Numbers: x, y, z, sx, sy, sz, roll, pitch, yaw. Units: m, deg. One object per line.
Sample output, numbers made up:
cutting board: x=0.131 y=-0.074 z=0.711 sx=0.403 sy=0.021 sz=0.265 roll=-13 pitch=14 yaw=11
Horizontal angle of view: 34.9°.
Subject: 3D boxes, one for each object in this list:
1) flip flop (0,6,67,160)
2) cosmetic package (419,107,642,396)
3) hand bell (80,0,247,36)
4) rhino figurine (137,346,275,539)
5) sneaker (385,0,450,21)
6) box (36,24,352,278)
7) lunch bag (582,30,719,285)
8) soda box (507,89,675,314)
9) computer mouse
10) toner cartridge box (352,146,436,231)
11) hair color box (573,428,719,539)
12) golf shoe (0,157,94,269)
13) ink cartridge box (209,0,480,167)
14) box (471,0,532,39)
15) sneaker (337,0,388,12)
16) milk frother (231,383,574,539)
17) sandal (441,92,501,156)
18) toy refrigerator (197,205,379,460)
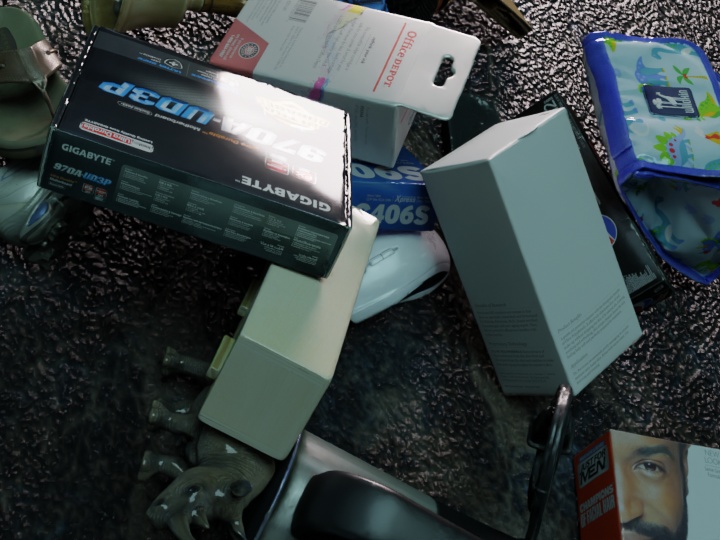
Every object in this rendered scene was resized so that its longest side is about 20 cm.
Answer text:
flip flop: x=-0.251 y=-0.148 z=0.845 sx=0.080 sy=0.058 sz=0.201 roll=-19 pitch=48 yaw=-16
cosmetic package: x=0.140 y=-0.013 z=0.917 sx=0.107 sy=0.084 sz=0.203 roll=-31 pitch=105 yaw=-36
hand bell: x=-0.129 y=-0.230 z=0.985 sx=0.197 sy=0.104 sz=0.106 roll=3 pitch=59 yaw=-35
rhino figurine: x=-0.098 y=0.117 z=0.747 sx=0.086 sy=0.061 sz=0.201 roll=10 pitch=22 yaw=-7
sneaker: x=0.014 y=-0.327 z=1.118 sx=0.200 sy=0.070 sz=0.090 roll=45 pitch=41 yaw=4
box: x=-0.104 y=-0.084 z=0.776 sx=0.197 sy=0.046 sz=0.160 roll=18 pitch=33 yaw=-12
lunch bag: x=0.281 y=-0.111 z=1.034 sx=0.198 sy=0.127 sz=0.172 roll=24 pitch=43 yaw=-34
soda box: x=0.202 y=-0.056 z=1.022 sx=0.071 sy=0.063 sz=0.202 roll=23 pitch=39 yaw=-64
computer mouse: x=0.000 y=0.000 z=0.922 sx=0.198 sy=0.044 sz=0.110 roll=-27 pitch=74 yaw=-34
toner cartridge box: x=-0.042 y=-0.072 z=0.919 sx=0.197 sy=0.044 sz=0.095 roll=0 pitch=26 yaw=-25
hair color box: x=0.232 y=0.234 z=0.878 sx=0.109 sy=0.064 sz=0.203 roll=11 pitch=56 yaw=-17
golf shoe: x=-0.210 y=-0.098 z=0.867 sx=0.097 sy=0.079 sz=0.200 roll=36 pitch=51 yaw=7
ink cartridge box: x=-0.011 y=-0.156 z=0.933 sx=0.197 sy=0.068 sz=0.117 roll=15 pitch=49 yaw=11
box: x=0.085 y=-0.322 z=1.113 sx=0.201 sy=0.021 sz=0.163 roll=57 pitch=18 yaw=14
sneaker: x=-0.001 y=-0.195 z=1.019 sx=0.065 sy=0.079 sz=0.203 roll=-3 pitch=64 yaw=-28
milk frother: x=0.036 y=0.149 z=0.768 sx=0.186 sy=0.181 sz=0.202 roll=28 pitch=48 yaw=-8
sandal: x=0.111 y=-0.081 z=1.020 sx=0.074 sy=0.048 sz=0.203 roll=4 pitch=59 yaw=-23
toy refrigerator: x=-0.046 y=0.026 z=0.777 sx=0.069 sy=0.076 sz=0.201 roll=27 pitch=33 yaw=-6
